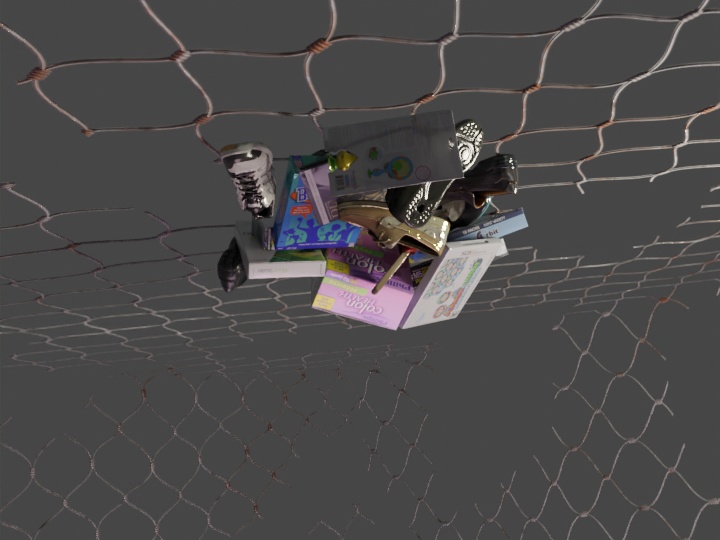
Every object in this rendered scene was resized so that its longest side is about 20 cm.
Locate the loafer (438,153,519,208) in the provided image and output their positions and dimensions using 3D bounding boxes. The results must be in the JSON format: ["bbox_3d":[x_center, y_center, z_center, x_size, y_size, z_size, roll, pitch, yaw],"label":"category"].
[{"bbox_3d":[0.205,-0.149,1.622,0.073,0.073,0.200,3,164,-42],"label":"loafer"}]

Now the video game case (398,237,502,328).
[{"bbox_3d":[0.175,0.024,1.720,0.182,0.024,0.200,-8,135,-48],"label":"video game case"}]

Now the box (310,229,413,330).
[{"bbox_3d":[0.000,0.000,1.727,0.175,0.200,0.097,16,123,-13],"label":"box"}]

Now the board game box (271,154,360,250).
[{"bbox_3d":[-0.063,-0.115,1.517,0.151,0.045,0.200,-4,143,-18],"label":"board game box"}]

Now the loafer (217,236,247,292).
[{"bbox_3d":[-0.232,-0.022,1.730,0.068,0.071,0.201,12,-154,8],"label":"loafer"}]

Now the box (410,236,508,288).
[{"bbox_3d":[0.194,-0.014,1.867,0.200,0.044,0.160,-19,-179,-44],"label":"box"}]

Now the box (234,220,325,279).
[{"bbox_3d":[-0.155,-0.043,1.666,0.144,0.037,0.200,-2,-153,-15],"label":"box"}]

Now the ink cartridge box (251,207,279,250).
[{"bbox_3d":[-0.098,-0.082,1.659,0.199,0.051,0.109,-3,-156,-19],"label":"ink cartridge box"}]

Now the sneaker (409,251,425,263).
[{"bbox_3d":[0.103,-0.071,1.935,0.078,0.066,0.200,-32,158,15],"label":"sneaker"}]

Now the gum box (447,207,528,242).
[{"bbox_3d":[0.245,-0.078,1.843,0.169,0.045,0.200,-20,180,-3],"label":"gum box"}]

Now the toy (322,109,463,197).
[{"bbox_3d":[0.048,-0.172,1.335,0.199,0.116,0.047,-7,162,-2],"label":"toy"}]

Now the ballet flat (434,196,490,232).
[{"bbox_3d":[0.184,-0.116,1.765,0.073,0.073,0.200,-2,168,-24],"label":"ballet flat"}]

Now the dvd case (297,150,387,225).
[{"bbox_3d":[0.008,-0.150,1.445,0.199,0.016,0.149,-18,146,0],"label":"dvd case"}]

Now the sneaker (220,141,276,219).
[{"bbox_3d":[-0.169,-0.140,1.407,0.075,0.088,0.200,-8,165,7],"label":"sneaker"}]

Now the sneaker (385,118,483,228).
[{"bbox_3d":[0.109,-0.164,1.405,0.076,0.200,0.114,37,177,-32],"label":"sneaker"}]

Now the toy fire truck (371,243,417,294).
[{"bbox_3d":[0.066,-0.071,1.589,0.128,0.201,0.176,-9,167,3],"label":"toy fire truck"}]

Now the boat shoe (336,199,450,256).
[{"bbox_3d":[0.055,-0.069,1.467,0.199,0.067,0.074,11,167,-13],"label":"boat shoe"}]
